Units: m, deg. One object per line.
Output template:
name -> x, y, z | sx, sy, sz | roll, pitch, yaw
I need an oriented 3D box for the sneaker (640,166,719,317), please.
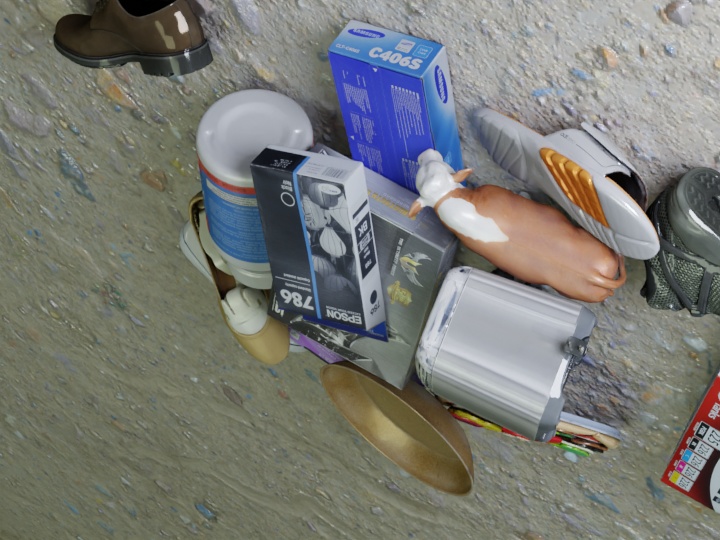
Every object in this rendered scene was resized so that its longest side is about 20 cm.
sneaker -> 0.296, 0.015, 1.077 | 0.199, 0.076, 0.114 | 42, 152, -3

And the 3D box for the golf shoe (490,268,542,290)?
golf shoe -> 0.127, 0.086, 1.339 | 0.077, 0.095, 0.201 | 21, 149, 22

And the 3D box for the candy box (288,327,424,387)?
candy box -> 0.017, 0.044, 1.416 | 0.167, 0.072, 0.201 | 34, 151, 6

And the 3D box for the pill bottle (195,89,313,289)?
pill bottle -> -0.098, -0.070, 1.335 | 0.111, 0.113, 0.201 | 26, 148, 17

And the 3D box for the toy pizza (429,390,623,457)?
toy pizza -> 0.163, 0.153, 1.368 | 0.197, 0.032, 0.200 | 15, 172, 2

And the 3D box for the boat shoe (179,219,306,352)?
boat shoe -> -0.120, 0.013, 1.516 | 0.199, 0.074, 0.067 | 39, 153, -3

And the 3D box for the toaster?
toaster -> 0.121, 0.069, 1.148 | 0.128, 0.115, 0.200 | 21, 172, 10

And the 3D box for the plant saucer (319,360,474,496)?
plant saucer -> 0.045, 0.153, 1.412 | 0.199, 0.036, 0.201 | 35, 159, 15

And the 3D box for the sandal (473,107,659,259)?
sandal -> 0.170, -0.088, 1.085 | 0.206, 0.059, 0.080 | 42, 165, 39

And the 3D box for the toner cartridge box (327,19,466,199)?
toner cartridge box -> 0.037, -0.118, 1.192 | 0.094, 0.043, 0.201 | 20, 147, 25

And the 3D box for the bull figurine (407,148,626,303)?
bull figurine -> 0.132, -0.034, 1.136 | 0.199, 0.121, 0.066 | 33, 107, 17

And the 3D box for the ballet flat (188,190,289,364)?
ballet flat -> -0.136, 0.008, 1.451 | 0.068, 0.063, 0.202 | -25, 85, 16

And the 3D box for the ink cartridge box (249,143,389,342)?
ink cartridge box -> -0.034, -0.012, 1.218 | 0.098, 0.039, 0.202 | 12, 132, 27

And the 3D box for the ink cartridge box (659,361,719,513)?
ink cartridge box -> 0.372, 0.149, 1.176 | 0.174, 0.084, 0.201 | 28, 149, 15

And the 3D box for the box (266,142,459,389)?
box -> 0.000, 0.000, 1.269 | 0.157, 0.048, 0.201 | 29, 139, 13

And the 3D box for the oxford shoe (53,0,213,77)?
oxford shoe -> -0.220, -0.236, 1.289 | 0.198, 0.073, 0.085 | 8, 124, 37
